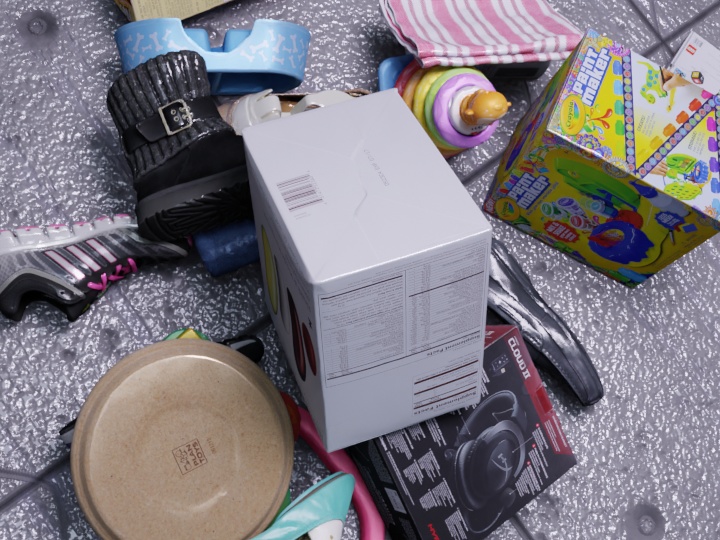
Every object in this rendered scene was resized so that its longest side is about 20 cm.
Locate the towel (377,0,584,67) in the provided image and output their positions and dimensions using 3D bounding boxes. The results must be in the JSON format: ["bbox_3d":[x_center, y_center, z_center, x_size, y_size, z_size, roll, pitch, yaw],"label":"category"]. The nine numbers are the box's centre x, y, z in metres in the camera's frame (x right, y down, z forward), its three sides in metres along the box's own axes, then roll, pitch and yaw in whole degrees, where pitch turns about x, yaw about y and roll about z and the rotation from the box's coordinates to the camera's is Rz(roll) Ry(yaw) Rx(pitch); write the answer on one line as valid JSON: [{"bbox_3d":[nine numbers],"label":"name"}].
[{"bbox_3d":[0.128,-0.251,1.038,0.196,0.030,0.147,-6,36,-15],"label":"towel"}]

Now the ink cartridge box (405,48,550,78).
[{"bbox_3d":[0.121,-0.315,1.140,0.159,0.057,0.204,-2,78,-12],"label":"ink cartridge box"}]

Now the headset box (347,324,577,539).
[{"bbox_3d":[0.098,0.154,0.938,0.198,0.077,0.151,-32,102,-26],"label":"headset box"}]

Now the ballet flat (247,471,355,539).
[{"bbox_3d":[-0.063,0.244,0.852,0.198,0.068,0.070,-26,53,-37],"label":"ballet flat"}]

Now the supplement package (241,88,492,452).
[{"bbox_3d":[0.002,-0.001,0.843,0.145,0.202,0.192,-16,46,-13],"label":"supplement package"}]

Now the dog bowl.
[{"bbox_3d":[-0.146,-0.211,1.021,0.196,0.111,0.051,-3,86,-13],"label":"dog bowl"}]

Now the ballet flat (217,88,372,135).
[{"bbox_3d":[-0.072,-0.159,1.038,0.196,0.067,0.069,-10,74,-14],"label":"ballet flat"}]

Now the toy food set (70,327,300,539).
[{"bbox_3d":[-0.147,0.158,0.872,0.197,0.049,0.201,-41,97,-13],"label":"toy food set"}]

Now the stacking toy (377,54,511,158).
[{"bbox_3d":[0.098,-0.159,0.992,0.114,0.200,0.112,-12,103,-13],"label":"stacking toy"}]

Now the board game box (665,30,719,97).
[{"bbox_3d":[0.426,-0.167,1.162,0.199,0.035,0.127,37,68,2],"label":"board game box"}]

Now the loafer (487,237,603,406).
[{"bbox_3d":[0.166,0.060,1.023,0.070,0.068,0.201,-39,86,-1],"label":"loafer"}]

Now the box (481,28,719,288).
[{"bbox_3d":[0.253,-0.104,1.018,0.190,0.200,0.123,27,70,-1],"label":"box"}]

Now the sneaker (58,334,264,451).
[{"bbox_3d":[-0.167,0.134,0.932,0.198,0.076,0.089,-29,94,-14],"label":"sneaker"}]

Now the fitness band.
[{"bbox_3d":[-0.066,0.217,0.938,0.143,0.037,0.201,-36,84,-23],"label":"fitness band"}]

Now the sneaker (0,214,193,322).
[{"bbox_3d":[-0.252,0.003,0.948,0.196,0.074,0.089,-7,78,-12],"label":"sneaker"}]

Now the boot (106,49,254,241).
[{"bbox_3d":[-0.124,-0.129,0.928,0.207,0.080,0.160,-14,67,-3],"label":"boot"}]

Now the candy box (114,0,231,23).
[{"bbox_3d":[-0.166,-0.326,1.056,0.198,0.056,0.116,-27,52,-18],"label":"candy box"}]

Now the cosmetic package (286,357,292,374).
[{"bbox_3d":[0.000,0.000,1.010,0.148,0.052,0.204,3,72,-12],"label":"cosmetic package"}]

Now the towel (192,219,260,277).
[{"bbox_3d":[-0.072,-0.077,0.972,0.197,0.049,0.113,-23,71,0],"label":"towel"}]
